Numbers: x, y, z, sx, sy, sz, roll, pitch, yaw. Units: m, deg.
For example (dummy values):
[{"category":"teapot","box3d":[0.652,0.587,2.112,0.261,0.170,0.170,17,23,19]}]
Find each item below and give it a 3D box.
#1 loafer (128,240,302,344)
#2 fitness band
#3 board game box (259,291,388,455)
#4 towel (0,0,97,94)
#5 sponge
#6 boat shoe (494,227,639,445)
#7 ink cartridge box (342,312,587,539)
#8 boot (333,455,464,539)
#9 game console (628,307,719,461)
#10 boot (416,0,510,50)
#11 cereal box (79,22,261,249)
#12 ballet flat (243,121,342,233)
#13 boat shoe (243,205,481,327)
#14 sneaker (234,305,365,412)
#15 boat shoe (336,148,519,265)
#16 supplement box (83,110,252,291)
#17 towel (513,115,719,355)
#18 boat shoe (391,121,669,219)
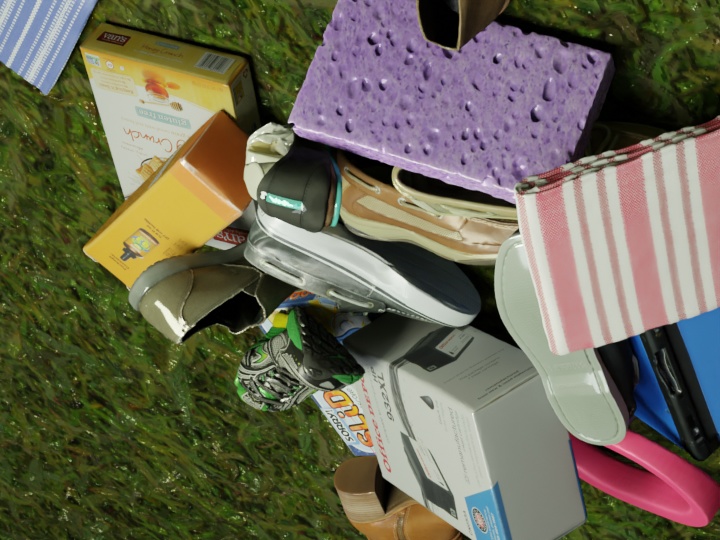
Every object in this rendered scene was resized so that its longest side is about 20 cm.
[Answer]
[{"category":"loafer","box3d":[-0.094,0.019,1.193,0.070,0.198,0.075,58,141,21]},{"category":"fitness band","box3d":[0.207,0.147,1.188,0.144,0.038,0.199,44,165,-31]},{"category":"board game box","box3d":[0.001,0.089,1.329,0.134,0.035,0.201,-8,128,42]},{"category":"towel","box3d":[-0.315,-0.246,1.198,0.199,0.024,0.145,36,141,-7]},{"category":"sponge","box3d":[0.060,-0.118,0.986,0.198,0.113,0.030,19,171,19]},{"category":"boat shoe","box3d":[0.151,0.037,1.050,0.075,0.061,0.201,1,132,28]},{"category":"ink cartridge box","box3d":[0.081,0.126,1.184,0.199,0.083,0.147,25,137,57]},{"category":"boot","box3d":[0.082,0.240,1.423,0.198,0.074,0.155,4,145,26]},{"category":"game console","box3d":[0.250,0.032,1.093,0.170,0.118,0.201,37,159,54]},{"category":"boot","box3d":[0.070,-0.222,0.891,0.073,0.076,0.201,21,141,18]},{"category":"cereal box","box3d":[-0.146,-0.103,1.214,0.142,0.040,0.201,15,140,22]},{"category":"ballet flat","box3d":[-0.051,-0.078,1.065,0.067,0.200,0.069,6,103,-5]},{"category":"boat shoe","box3d":[0.000,0.000,1.172,0.198,0.072,0.071,27,125,-9]},{"category":"sneaker","box3d":[-0.055,0.085,1.200,0.078,0.085,0.200,42,169,-6]},{"category":"boat shoe","box3d":[0.063,-0.058,1.084,0.198,0.076,0.074,8,134,29]},{"category":"supplement box","box3d":[-0.151,-0.050,1.191,0.066,0.069,0.199,41,141,-13]},{"category":"towel","box3d":[0.203,-0.029,0.953,0.198,0.030,0.147,-18,127,0]},{"category":"boat shoe","box3d":[0.122,-0.066,0.998,0.198,0.063,0.074,3,95,18]}]
